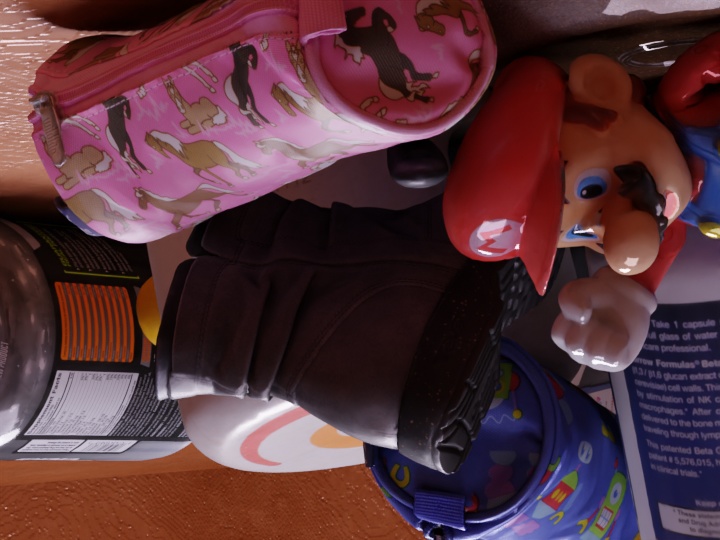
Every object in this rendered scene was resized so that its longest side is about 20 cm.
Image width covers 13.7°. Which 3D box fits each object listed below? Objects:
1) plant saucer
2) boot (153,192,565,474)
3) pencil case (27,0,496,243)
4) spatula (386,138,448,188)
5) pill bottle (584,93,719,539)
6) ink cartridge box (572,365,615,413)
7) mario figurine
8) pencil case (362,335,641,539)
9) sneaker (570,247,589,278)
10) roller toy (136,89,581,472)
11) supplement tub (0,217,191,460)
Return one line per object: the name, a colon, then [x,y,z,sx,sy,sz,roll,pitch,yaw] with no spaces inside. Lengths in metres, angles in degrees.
plant saucer: [0.114,-0.096,1.109,0.199,0.037,0.200,-5,172,-1]
boot: [0.006,-0.016,1.150,0.131,0.070,0.200,16,-138,14]
pencil case: [-0.039,-0.066,1.049,0.086,0.083,0.200,-39,-167,-35]
spatula: [0.018,-0.054,1.101,0.056,0.021,0.200,-4,-165,-1]
pill bottle: [0.152,0.020,1.214,0.111,0.201,0.111,-11,-160,4]
ink cartridge box: [0.180,0.071,1.438,0.145,0.088,0.200,6,174,-13]
mario figurine: [0.127,-0.027,1.070,0.199,0.124,0.106,-8,-174,-16]
pencil case: [0.066,0.082,1.239,0.078,0.087,0.200,19,175,21]
sneaker: [0.046,-0.018,1.468,0.199,0.076,0.079,9,-158,-5]
roller toy: [0.000,0.000,1.322,0.182,0.140,0.200,-9,163,-14]
supplement tub: [-0.166,0.035,1.518,0.122,0.123,0.200,-12,170,35]
